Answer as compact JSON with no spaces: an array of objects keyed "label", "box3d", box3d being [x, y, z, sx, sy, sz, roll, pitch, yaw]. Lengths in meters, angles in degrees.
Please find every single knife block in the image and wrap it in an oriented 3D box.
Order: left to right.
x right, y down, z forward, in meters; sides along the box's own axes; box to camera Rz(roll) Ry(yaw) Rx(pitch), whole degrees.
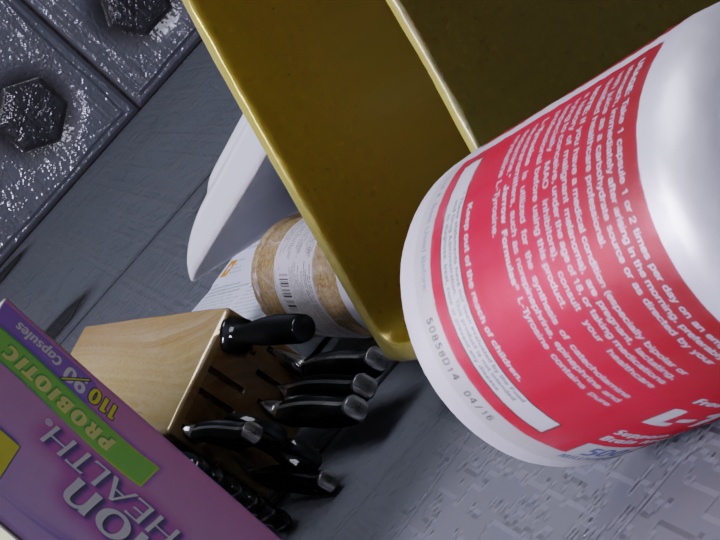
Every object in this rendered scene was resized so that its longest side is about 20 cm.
[{"label":"knife block","box3d":[-0.063,0.053,1.099,0.176,0.064,0.200,-44,27,20]}]

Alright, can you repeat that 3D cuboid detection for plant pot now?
[{"label":"plant pot","box3d":[0.074,-0.103,0.919,0.200,0.196,0.194,-33,6,-20]}]

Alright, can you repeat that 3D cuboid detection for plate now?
[{"label":"plate","box3d":[-0.013,-0.103,1.264,0.199,0.032,0.200,-37,-17,-53]}]

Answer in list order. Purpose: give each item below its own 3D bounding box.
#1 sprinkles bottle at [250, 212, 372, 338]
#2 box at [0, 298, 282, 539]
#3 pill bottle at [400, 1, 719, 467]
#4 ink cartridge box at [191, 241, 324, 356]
[{"label":"sprinkles bottle","box3d":[0.000,0.000,1.127,0.068,0.068,0.200,-50,12,-11]},{"label":"box","box3d":[-0.152,0.143,0.944,0.200,0.176,0.097,-39,15,37]},{"label":"pill bottle","box3d":[0.106,-0.015,0.688,0.112,0.112,0.200,-55,14,-32]},{"label":"ink cartridge box","box3d":[-0.080,0.051,1.319,0.200,0.041,0.199,-50,13,-16]}]
